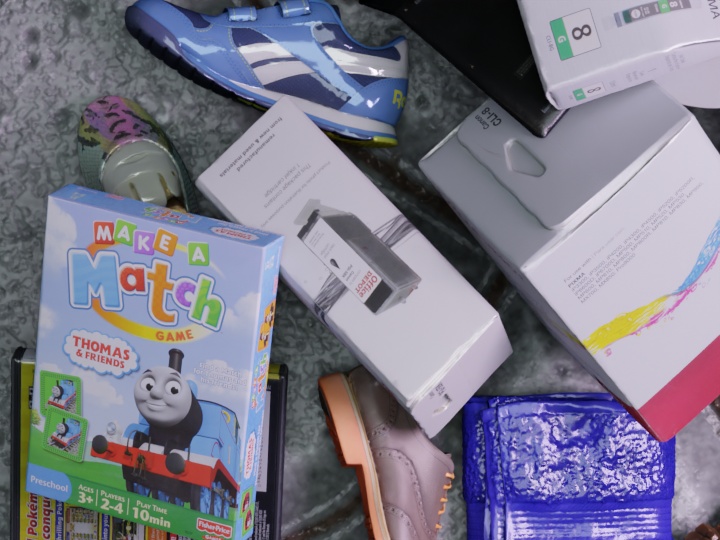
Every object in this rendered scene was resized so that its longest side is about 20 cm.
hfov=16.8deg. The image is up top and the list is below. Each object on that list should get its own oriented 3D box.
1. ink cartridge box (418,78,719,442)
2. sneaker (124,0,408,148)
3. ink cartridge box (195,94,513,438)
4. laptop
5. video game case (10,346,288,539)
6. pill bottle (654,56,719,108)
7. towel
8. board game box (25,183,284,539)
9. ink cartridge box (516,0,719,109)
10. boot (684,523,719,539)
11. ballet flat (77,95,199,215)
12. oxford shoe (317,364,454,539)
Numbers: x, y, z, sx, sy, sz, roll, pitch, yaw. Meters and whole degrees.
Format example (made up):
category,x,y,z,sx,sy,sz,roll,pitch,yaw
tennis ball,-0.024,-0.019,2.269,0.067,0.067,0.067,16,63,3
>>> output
category,x,y,z,sx,sy,sz,roll,pitch,yaw
ink cartridge box,0.163,-0.025,1.545,0.145,0.145,0.200,-42,131,0
sneaker,-0.058,-0.147,1.613,0.199,0.074,0.083,20,89,-11
ink cartridge box,0.000,0.000,1.557,0.083,0.147,0.200,-44,77,-3
laptop,0.115,-0.200,1.561,0.200,0.116,0.187,42,90,19
video game case,-0.141,0.152,1.610,0.179,0.026,0.202,4,109,2
pill bottle,0.234,-0.214,1.566,0.115,0.117,0.201,18,65,-3
towel,0.142,0.183,1.643,0.146,0.050,0.202,-1,92,-2
board game box,-0.131,0.060,1.524,0.150,0.037,0.202,13,109,19
ink cartridge box,0.185,-0.205,1.459,0.198,0.050,0.162,-19,73,11
boot,0.299,0.190,1.649,0.199,0.075,0.108,-38,113,-7
ballet flat,-0.135,-0.021,1.612,0.069,0.071,0.202,-16,93,-8
oxford shoe,0.035,0.157,1.629,0.072,0.071,0.202,-19,93,-7
